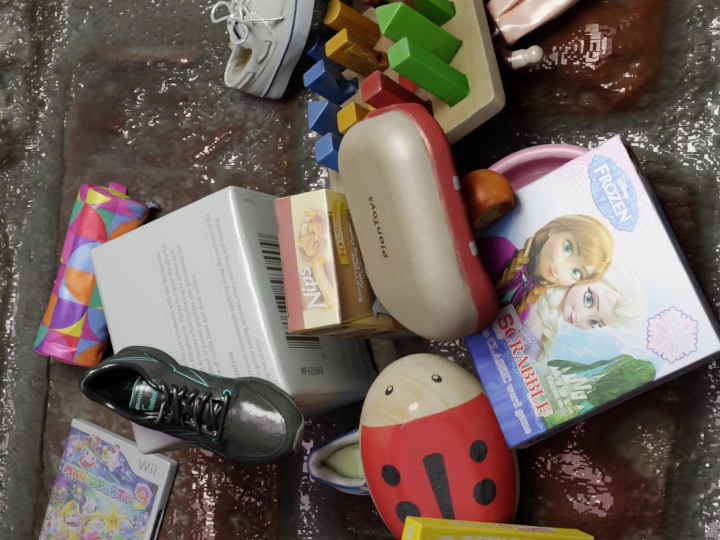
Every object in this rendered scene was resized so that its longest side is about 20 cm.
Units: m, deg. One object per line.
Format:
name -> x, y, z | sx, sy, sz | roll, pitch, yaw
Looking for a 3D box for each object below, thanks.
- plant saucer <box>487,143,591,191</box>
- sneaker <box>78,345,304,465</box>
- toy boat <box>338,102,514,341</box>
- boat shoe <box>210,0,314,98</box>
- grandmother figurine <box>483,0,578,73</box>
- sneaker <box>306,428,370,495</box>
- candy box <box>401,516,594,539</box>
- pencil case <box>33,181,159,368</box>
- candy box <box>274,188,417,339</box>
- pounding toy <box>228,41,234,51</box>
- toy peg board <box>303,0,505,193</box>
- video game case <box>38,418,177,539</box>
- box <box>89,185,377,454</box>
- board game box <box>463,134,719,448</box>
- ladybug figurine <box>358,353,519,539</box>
plant saucer -> 0.175, -0.010, 1.060 | 0.199, 0.051, 0.202 | -3, 82, 26
sneaker -> -0.142, 0.116, 0.974 | 0.199, 0.079, 0.076 | 13, 94, 23
toy boat -> 0.071, -0.045, 0.982 | 0.130, 0.130, 0.201 | 0, 108, 65
boat shoe -> -0.101, -0.239, 1.144 | 0.086, 0.202, 0.075 | 3, 67, -16
grandmother figurine -> 0.127, -0.231, 1.102 | 0.200, 0.061, 0.122 | -38, 42, 17
sneaker -> 0.043, 0.179, 1.092 | 0.199, 0.077, 0.076 | -11, 78, 23
candy box -> 0.110, 0.263, 0.988 | 0.026, 0.199, 0.103 | 9, 88, 55
pencil case -> -0.289, 0.004, 1.281 | 0.088, 0.088, 0.201 | 19, 92, 27
candy box -> 0.000, 0.000, 1.064 | 0.055, 0.200, 0.116 | -12, 80, 25
pounding toy -> -0.074, -0.347, 1.192 | 0.183, 0.142, 0.201 | -7, 84, 12
toy peg board -> 0.011, -0.192, 1.081 | 0.199, 0.098, 0.201 | -33, 49, 33
video game case -> -0.283, 0.279, 1.282 | 0.143, 0.018, 0.201 | 18, 93, 28
box -> -0.114, 0.051, 1.118 | 0.171, 0.200, 0.200 | -22, 77, 22
board game box -> 0.178, 0.020, 1.003 | 0.199, 0.041, 0.201 | -30, 71, 21
ladybug figurine -> 0.069, 0.173, 1.021 | 0.135, 0.072, 0.201 | -19, 96, 6
